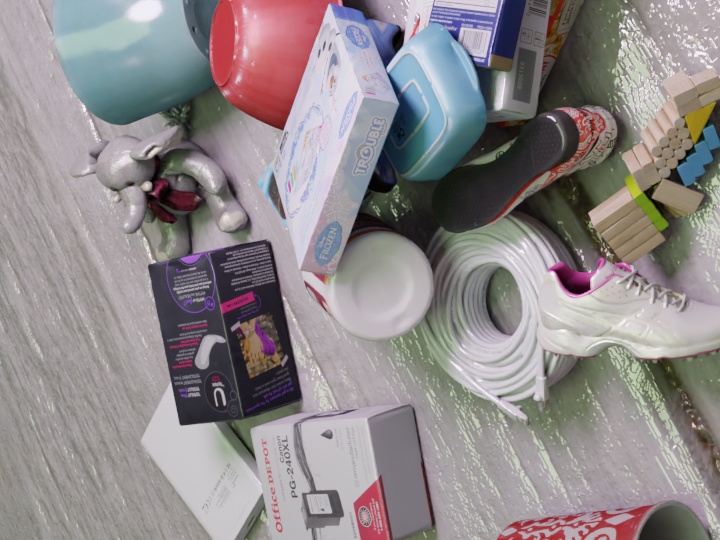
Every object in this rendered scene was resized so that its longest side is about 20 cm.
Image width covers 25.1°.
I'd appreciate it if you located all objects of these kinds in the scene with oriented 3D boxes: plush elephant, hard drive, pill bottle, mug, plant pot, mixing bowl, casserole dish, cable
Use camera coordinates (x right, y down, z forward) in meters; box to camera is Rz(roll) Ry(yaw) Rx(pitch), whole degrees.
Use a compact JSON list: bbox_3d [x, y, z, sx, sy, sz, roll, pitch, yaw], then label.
[{"bbox_3d":[-0.254,-0.108,1.962,0.164,0.154,0.202,-13,90,43],"label":"plush elephant"},{"bbox_3d":[-0.198,0.248,2.072,0.200,0.027,0.133,48,127,25],"label":"hard drive"},{"bbox_3d":[0.000,0.000,1.723,0.200,0.113,0.116,-140,49,-73],"label":"pill bottle"},{"bbox_3d":[0.238,0.323,1.610,0.199,0.133,0.180,-11,89,47],"label":"mug"},{"bbox_3d":[-0.235,-0.284,1.892,0.159,0.200,0.203,-8,93,29],"label":"plant pot"},{"bbox_3d":[-0.101,-0.246,1.772,0.200,0.107,0.203,180,90,-68],"label":"mixing bowl"},{"bbox_3d":[0.058,-0.157,1.572,0.122,0.038,0.200,64,157,9],"label":"casserole dish"},{"bbox_3d":[0.147,0.035,1.677,0.199,0.069,0.202,28,116,38],"label":"cable"}]

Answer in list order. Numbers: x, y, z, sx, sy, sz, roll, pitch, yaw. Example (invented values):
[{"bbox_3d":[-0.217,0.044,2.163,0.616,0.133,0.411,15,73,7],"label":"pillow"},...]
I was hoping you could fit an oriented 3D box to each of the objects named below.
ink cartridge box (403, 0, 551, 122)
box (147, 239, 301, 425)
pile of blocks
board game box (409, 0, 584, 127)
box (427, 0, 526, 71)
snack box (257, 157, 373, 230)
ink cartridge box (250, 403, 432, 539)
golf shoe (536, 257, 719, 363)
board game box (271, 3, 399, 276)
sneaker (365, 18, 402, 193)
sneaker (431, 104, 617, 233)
[{"bbox_3d":[0.110,-0.228,1.595,0.199,0.047,0.162,3,85,61],"label":"ink cartridge box"},{"bbox_3d":[-0.164,0.075,1.949,0.121,0.105,0.203,-9,92,43],"label":"box"},{"bbox_3d":[0.289,-0.104,1.534,0.201,0.081,0.062,-61,16,22],"label":"pile of blocks"},{"bbox_3d":[0.144,-0.271,1.631,0.151,0.046,0.201,43,124,30],"label":"board game box"},{"bbox_3d":[0.119,-0.294,1.520,0.121,0.032,0.203,22,103,58],"label":"box"},{"bbox_3d":[-0.031,-0.123,1.832,0.117,0.037,0.200,55,129,20],"label":"snack box"},{"bbox_3d":[-0.025,0.238,1.867,0.199,0.083,0.147,-10,92,43],"label":"ink cartridge box"},{"bbox_3d":[0.261,0.036,1.531,0.198,0.075,0.093,0,111,18],"label":"golf shoe"},{"bbox_3d":[-0.029,-0.134,1.629,0.200,0.043,0.202,-106,32,-54],"label":"board game box"},{"bbox_3d":[0.026,-0.181,1.716,0.079,0.088,0.203,115,152,-70],"label":"sneaker"},{"bbox_3d":[0.167,-0.100,1.605,0.201,0.107,0.068,-36,75,44],"label":"sneaker"}]
